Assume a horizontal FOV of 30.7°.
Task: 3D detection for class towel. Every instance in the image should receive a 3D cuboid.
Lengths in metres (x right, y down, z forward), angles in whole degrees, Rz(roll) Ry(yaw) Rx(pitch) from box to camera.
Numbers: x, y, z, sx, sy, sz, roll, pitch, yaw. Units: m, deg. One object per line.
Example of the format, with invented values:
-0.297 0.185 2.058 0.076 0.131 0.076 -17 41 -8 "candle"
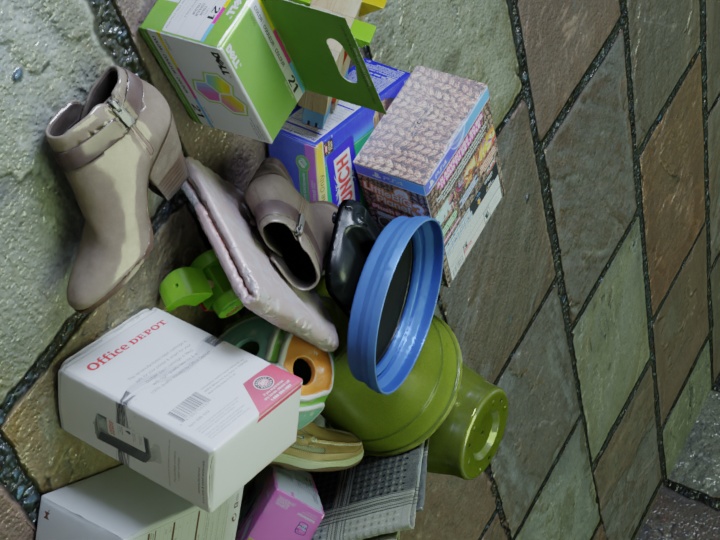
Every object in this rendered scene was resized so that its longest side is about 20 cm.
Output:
-0.107 -0.013 1.370 0.032 0.192 0.200 -36 153 11 "towel"
-0.003 0.279 1.649 0.035 0.198 0.193 56 28 -29 "towel"

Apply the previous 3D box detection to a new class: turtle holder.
-0.121 0.119 1.445 0.132 0.183 0.143 -73 165 -77 "turtle holder"

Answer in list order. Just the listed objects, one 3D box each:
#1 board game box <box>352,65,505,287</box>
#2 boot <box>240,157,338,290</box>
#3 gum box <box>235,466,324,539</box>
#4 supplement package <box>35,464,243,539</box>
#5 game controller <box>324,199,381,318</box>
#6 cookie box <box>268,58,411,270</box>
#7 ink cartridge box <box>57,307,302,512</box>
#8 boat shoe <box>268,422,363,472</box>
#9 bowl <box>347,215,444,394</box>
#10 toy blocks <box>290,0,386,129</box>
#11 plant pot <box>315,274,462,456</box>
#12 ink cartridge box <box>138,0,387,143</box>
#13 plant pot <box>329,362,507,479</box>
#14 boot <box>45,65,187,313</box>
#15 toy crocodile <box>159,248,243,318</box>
0.087 -0.110 1.567 0.160 0.096 0.201 -57 151 -26 "board game box"
-0.059 -0.028 1.403 0.200 0.070 0.147 48 18 -31 "boot"
-0.105 0.297 1.556 0.114 0.066 0.200 -60 -172 1 "gum box"
-0.232 0.282 1.378 0.199 0.116 0.119 -13 119 -57 "supplement package"
0.000 0.000 1.442 0.200 0.042 0.105 53 55 -66 "game controller"
-0.019 -0.127 1.548 0.200 0.075 0.173 -42 142 -41 "cookie box"
-0.179 0.132 1.295 0.145 0.199 0.086 -35 141 -46 "ink cartridge box"
-0.083 0.194 1.560 0.198 0.072 0.077 5 98 -28 "boat shoe"
0.039 0.035 1.455 0.200 0.039 0.203 16 90 -71 "bowl"
-0.038 -0.237 1.434 0.137 0.099 0.201 103 5 -57 "toy blocks"
-0.006 0.101 1.618 0.193 0.199 0.202 39 72 -47 "plant pot"
-0.091 -0.191 1.251 0.076 0.199 0.148 -58 149 -21 "ink cartridge box"
0.092 0.191 1.800 0.200 0.192 0.202 -37 136 -45 "plant pot"
-0.239 -0.080 1.198 0.201 0.070 0.146 -60 143 -20 "boot"
-0.139 0.016 1.438 0.062 0.068 0.199 -42 165 27 "toy crocodile"
